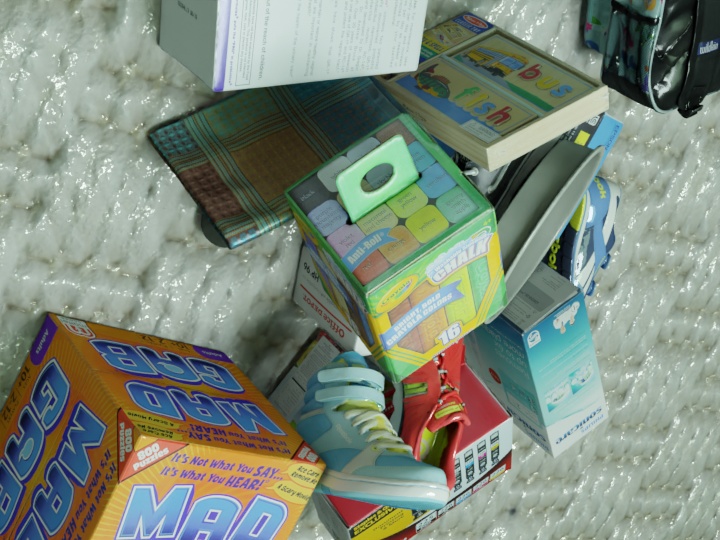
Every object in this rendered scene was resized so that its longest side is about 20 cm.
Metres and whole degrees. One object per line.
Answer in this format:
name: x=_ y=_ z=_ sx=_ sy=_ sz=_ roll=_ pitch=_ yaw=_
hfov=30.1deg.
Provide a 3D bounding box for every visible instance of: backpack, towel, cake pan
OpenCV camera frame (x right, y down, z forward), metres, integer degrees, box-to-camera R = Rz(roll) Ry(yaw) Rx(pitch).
backpack: x=0.316 y=-0.277 z=1.300 sx=0.177 sy=0.151 sz=0.201 roll=-23 pitch=136 yaw=-27
towel: x=-0.059 y=-0.111 z=1.128 sx=0.199 sy=0.147 sz=0.022 roll=-28 pitch=147 yaw=-19
cake pan: x=0.161 y=-0.042 z=1.262 sx=0.201 sy=0.037 sz=0.200 roll=-53 pitch=169 yaw=-15

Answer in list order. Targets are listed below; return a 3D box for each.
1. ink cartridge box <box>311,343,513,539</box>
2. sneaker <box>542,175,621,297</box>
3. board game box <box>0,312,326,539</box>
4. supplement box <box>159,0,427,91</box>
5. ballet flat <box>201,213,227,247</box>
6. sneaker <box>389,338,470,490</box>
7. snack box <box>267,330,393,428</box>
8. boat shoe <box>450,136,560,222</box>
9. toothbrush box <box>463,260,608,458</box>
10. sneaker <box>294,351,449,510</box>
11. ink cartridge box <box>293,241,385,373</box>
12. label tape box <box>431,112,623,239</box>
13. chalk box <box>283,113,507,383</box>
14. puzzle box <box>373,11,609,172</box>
ink cartridge box: x=0.050 y=0.189 z=1.335 sx=0.200 sy=0.084 sz=0.176 roll=-33 pitch=151 yaw=-13
sneaker: x=0.237 y=-0.014 z=1.465 sx=0.082 sy=0.074 sz=0.201 roll=-12 pitch=126 yaw=-36
board game box: x=-0.195 y=0.187 z=1.175 sx=0.199 sy=0.200 sz=0.201 roll=17 pitch=107 yaw=-42
supplement box: x=-0.052 y=-0.218 z=1.092 sx=0.199 sy=0.101 sz=0.104 roll=-12 pitch=124 yaw=-31
ballet flat: x=-0.060 y=-0.093 z=1.183 sx=0.200 sy=0.068 sz=0.068 roll=-43 pitch=109 yaw=-4
sneaker: x=0.073 y=0.113 z=1.229 sx=0.077 sy=0.085 sz=0.201 roll=-2 pitch=100 yaw=-27
snack box: x=-0.014 y=0.165 z=1.400 sx=0.142 sy=0.053 sz=0.200 roll=-51 pitch=136 yaw=4
boat shoe: x=0.111 y=-0.092 z=1.231 sx=0.200 sy=0.072 sz=0.068 roll=-51 pitch=135 yaw=2
toothbrush box: x=0.176 y=0.078 z=1.425 sx=0.085 sy=0.146 sz=0.200 roll=-34 pitch=134 yaw=-15
sneaker: x=0.007 y=0.138 z=1.179 sx=0.079 sy=0.199 sz=0.131 roll=21 pitch=77 yaw=-41
ink cartridge box: x=0.000 y=0.000 z=1.261 sx=0.068 sy=0.116 sz=0.201 roll=-7 pitch=121 yaw=-33
label tape box: x=0.156 y=-0.126 z=1.337 sx=0.200 sy=0.066 sz=0.144 roll=16 pitch=108 yaw=-44
chalk box: x=0.030 y=-0.027 z=1.065 sx=0.124 sy=0.124 sz=0.200 roll=-34 pitch=150 yaw=-8
puzzle box: x=0.105 y=-0.163 z=1.178 sx=0.133 sy=0.200 sz=0.026 roll=-29 pitch=131 yaw=-21
